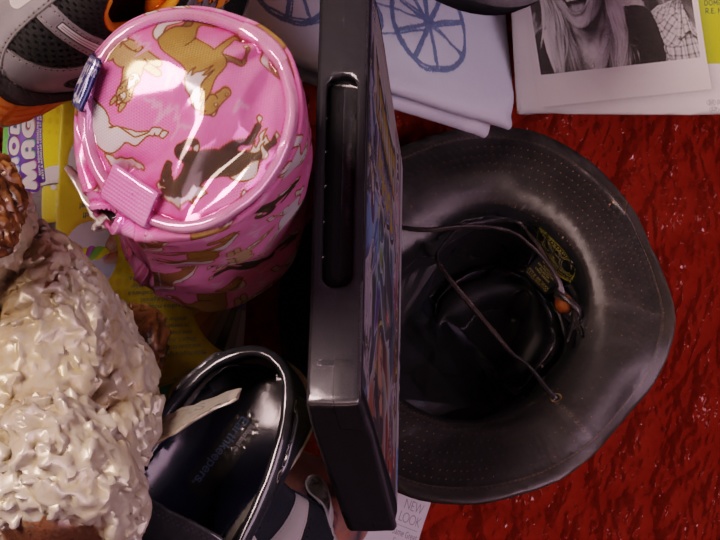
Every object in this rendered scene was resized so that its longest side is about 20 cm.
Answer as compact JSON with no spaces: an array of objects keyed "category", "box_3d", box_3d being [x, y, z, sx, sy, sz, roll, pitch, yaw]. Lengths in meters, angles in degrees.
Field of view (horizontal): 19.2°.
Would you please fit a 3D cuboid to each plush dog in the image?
[{"category":"plush dog","box_3d":[-0.152,0.009,0.802,0.161,0.199,0.172,-49,123,-37]}]

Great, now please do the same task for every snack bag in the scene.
[{"category":"snack bag","box_3d":[-0.002,-0.175,0.994,0.188,0.021,0.201,11,70,-43]}]

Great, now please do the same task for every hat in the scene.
[{"category":"hat","box_3d":[0.051,0.030,1.060,0.201,0.200,0.081,-56,174,-22]}]

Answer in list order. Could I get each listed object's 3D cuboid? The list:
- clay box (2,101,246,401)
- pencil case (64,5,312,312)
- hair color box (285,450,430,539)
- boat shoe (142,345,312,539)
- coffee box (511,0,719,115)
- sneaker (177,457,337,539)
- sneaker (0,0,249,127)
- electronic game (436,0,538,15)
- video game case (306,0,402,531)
[{"category":"clay box","box_3d":[-0.102,-0.026,0.934,0.114,0.047,0.201,-1,98,-46]},{"category":"pencil case","box_3d":[-0.060,-0.036,0.809,0.086,0.200,0.083,-4,82,-1]},{"category":"hair color box","box_3d":[-0.050,0.186,1.010,0.111,0.064,0.201,25,78,-43]},{"category":"boat shoe","box_3d":[-0.083,0.112,0.853,0.201,0.074,0.062,-57,171,-18]},{"category":"coffee box","box_3d":[0.197,-0.192,1.052,0.200,0.199,0.199,-33,121,-60]},{"category":"sneaker","box_3d":[-0.097,0.129,0.922,0.080,0.198,0.130,73,13,-59]},{"category":"sneaker","box_3d":[-0.086,-0.108,0.817,0.079,0.077,0.200,56,29,-3]},{"category":"electronic game","box_3d":[0.028,-0.202,0.890,0.199,0.041,0.201,25,55,-41]},{"category":"video game case","box_3d":[0.000,0.000,0.914,0.200,0.025,0.182,78,13,-69]}]
